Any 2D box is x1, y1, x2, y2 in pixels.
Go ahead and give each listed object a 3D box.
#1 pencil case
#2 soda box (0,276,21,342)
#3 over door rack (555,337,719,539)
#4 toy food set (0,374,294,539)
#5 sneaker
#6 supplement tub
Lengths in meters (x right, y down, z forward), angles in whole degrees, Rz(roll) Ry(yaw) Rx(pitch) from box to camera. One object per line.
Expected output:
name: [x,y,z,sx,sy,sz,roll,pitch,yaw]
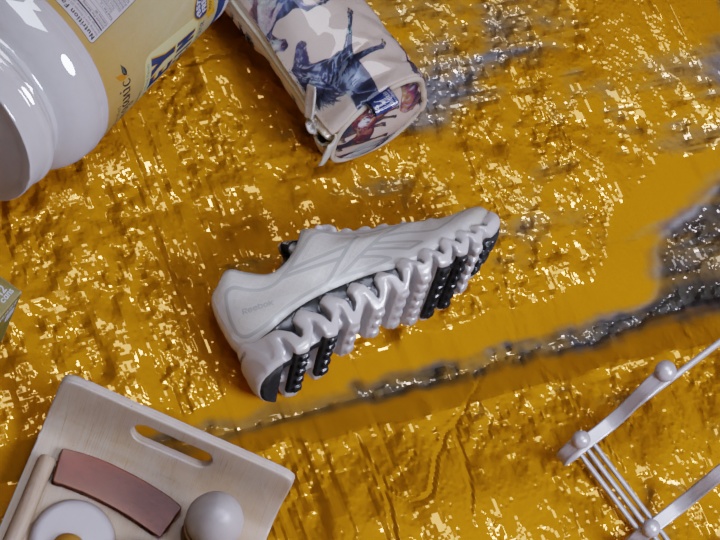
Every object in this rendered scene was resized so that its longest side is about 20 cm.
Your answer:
pencil case: [-0.045,-0.163,1.303,0.089,0.078,0.200,-28,75,-44]
soda box: [-0.268,0.076,1.103,0.064,0.068,0.200,36,57,0]
over door rack: [0.237,0.112,1.268,0.199,0.067,0.148,-31,78,-30]
toy food set: [-0.131,0.171,1.105,0.143,0.060,0.201,24,60,-7]
sneaker: [0.000,0.000,1.242,0.199,0.075,0.081,-26,66,-29]
supplement tub: [-0.180,-0.151,1.208,0.144,0.145,0.200,38,58,2]
